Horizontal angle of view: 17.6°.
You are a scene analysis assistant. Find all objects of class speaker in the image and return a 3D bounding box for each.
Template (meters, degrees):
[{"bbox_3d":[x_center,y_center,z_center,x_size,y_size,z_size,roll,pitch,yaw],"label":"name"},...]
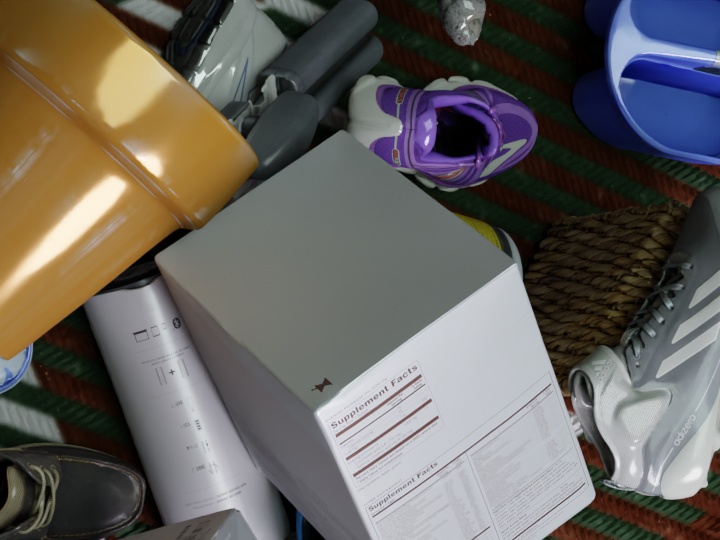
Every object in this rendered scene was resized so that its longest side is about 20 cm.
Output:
[{"bbox_3d":[-0.112,0.093,1.514,0.081,0.081,0.201,-25,103,-24],"label":"speaker"}]

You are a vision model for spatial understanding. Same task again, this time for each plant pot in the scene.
[{"bbox_3d":[-0.192,-0.057,1.339,0.200,0.200,0.183,42,85,-22],"label":"plant pot"}]

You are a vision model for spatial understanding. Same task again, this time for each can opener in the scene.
[{"bbox_3d":[-0.030,-0.111,1.513,0.200,0.067,0.054,-48,138,-44],"label":"can opener"}]

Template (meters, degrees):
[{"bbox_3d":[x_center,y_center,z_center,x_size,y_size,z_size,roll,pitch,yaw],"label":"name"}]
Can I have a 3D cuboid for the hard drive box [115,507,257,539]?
[{"bbox_3d":[-0.162,0.234,1.401,0.077,0.199,0.156,60,39,-16],"label":"hard drive box"}]

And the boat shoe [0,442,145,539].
[{"bbox_3d":[-0.224,0.147,1.464,0.199,0.073,0.075,1,91,-27],"label":"boat shoe"}]

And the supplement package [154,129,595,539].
[{"bbox_3d":[0.010,0.063,1.386,0.147,0.191,0.201,-35,133,-14],"label":"supplement package"}]

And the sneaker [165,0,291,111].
[{"bbox_3d":[-0.105,-0.089,1.522,0.087,0.074,0.201,38,76,-29],"label":"sneaker"}]

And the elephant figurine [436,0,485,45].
[{"bbox_3d":[0.011,-0.267,1.550,0.141,0.155,0.201,-2,123,6],"label":"elephant figurine"}]

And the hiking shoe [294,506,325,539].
[{"bbox_3d":[-0.010,0.143,1.524,0.074,0.087,0.201,-8,59,-5],"label":"hiking shoe"}]

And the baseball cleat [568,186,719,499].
[{"bbox_3d":[0.189,0.040,1.457,0.106,0.070,0.201,10,81,-17],"label":"baseball cleat"}]

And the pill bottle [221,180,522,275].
[{"bbox_3d":[0.000,0.000,1.552,0.199,0.112,0.113,16,84,-26],"label":"pill bottle"}]

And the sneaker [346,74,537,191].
[{"bbox_3d":[0.069,-0.088,1.575,0.200,0.083,0.081,-6,104,-57],"label":"sneaker"}]

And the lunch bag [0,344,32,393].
[{"bbox_3d":[-0.289,-0.007,1.421,0.160,0.082,0.201,-16,98,-25],"label":"lunch bag"}]

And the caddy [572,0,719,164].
[{"bbox_3d":[0.250,-0.147,1.679,0.199,0.105,0.142,9,89,-27],"label":"caddy"}]

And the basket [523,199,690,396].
[{"bbox_3d":[0.191,0.054,1.600,0.142,0.200,0.149,34,75,-17],"label":"basket"}]
